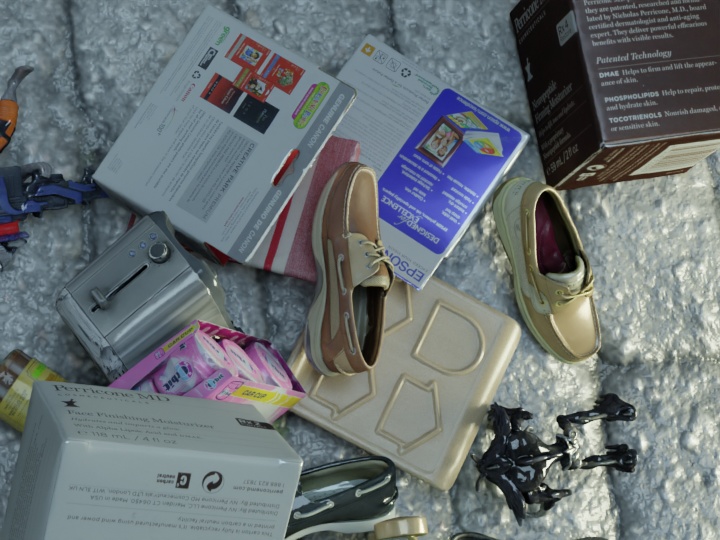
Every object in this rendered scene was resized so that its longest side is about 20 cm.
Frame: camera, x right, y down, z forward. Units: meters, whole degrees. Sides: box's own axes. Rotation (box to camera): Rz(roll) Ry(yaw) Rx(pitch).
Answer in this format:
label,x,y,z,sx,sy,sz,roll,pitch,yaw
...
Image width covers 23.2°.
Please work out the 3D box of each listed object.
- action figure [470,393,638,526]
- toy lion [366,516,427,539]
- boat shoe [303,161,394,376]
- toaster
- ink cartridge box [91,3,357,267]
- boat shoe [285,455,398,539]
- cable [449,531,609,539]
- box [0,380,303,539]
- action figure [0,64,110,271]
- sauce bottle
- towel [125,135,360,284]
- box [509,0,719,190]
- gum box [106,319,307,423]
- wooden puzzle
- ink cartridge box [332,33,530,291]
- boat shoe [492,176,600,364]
label,x,y,z,sx,sy,sz,roll,pitch,yaw
action figure,0.171,0.178,1.684,0.199,0.102,0.119,-8,81,-31
toy lion,-0.036,0.265,1.564,0.191,0.200,0.069,-5,78,-3
boat shoe,0.000,0.000,1.625,0.076,0.072,0.201,2,91,-50
toaster,-0.189,0.046,1.594,0.129,0.200,0.114,-36,66,-9
ink cartridge box,-0.118,-0.115,1.638,0.175,0.084,0.200,31,81,16
boat shoe,-0.061,0.212,1.625,0.199,0.076,0.061,-10,119,-25
cable,0.155,0.288,1.696,0.199,0.050,0.097,-13,63,-28
box,-0.175,0.209,1.398,0.198,0.131,0.201,8,103,-25
action figure,-0.339,-0.093,1.644,0.200,0.104,0.194,1,83,-41
sauce bottle,-0.251,0.150,1.606,0.200,0.065,0.065,35,72,-5
towel,-0.111,-0.077,1.682,0.199,0.023,0.144,14,76,11
box,0.266,-0.202,1.759,0.164,0.166,0.201,-9,79,-15
gum box,-0.139,0.111,1.551,0.113,0.200,0.066,-38,72,9
wooden puzzle,0.035,0.091,1.700,0.200,0.046,0.186,29,73,-9
ink cartridge box,0.031,-0.103,1.723,0.198,0.043,0.200,33,73,9
boat shoe,0.191,0.004,1.720,0.074,0.066,0.200,-33,108,-24
